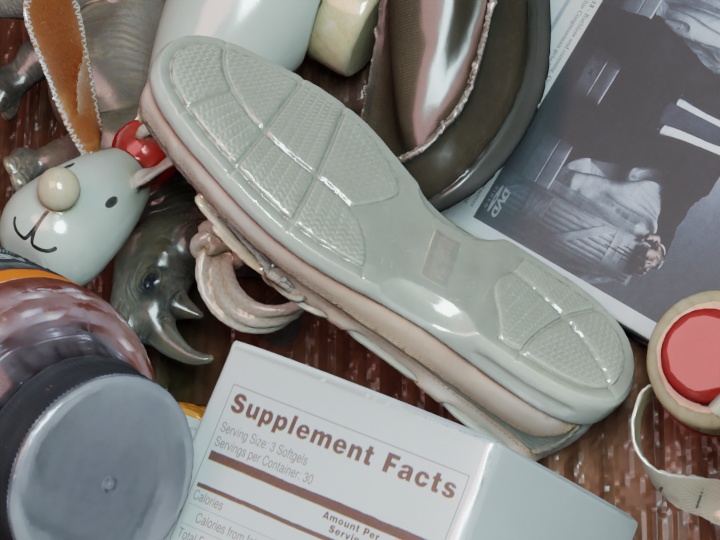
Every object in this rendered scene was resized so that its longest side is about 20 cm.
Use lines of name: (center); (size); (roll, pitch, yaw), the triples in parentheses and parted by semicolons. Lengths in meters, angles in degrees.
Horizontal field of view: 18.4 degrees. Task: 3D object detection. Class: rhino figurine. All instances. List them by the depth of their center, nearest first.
rhino figurine: (-0.097, -0.046, 0.904); (0.087, 0.060, 0.201); (-25, 63, 1)

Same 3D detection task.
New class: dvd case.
dvd case: (0.134, -0.041, 0.793); (0.200, 0.025, 0.151); (32, 90, 35)

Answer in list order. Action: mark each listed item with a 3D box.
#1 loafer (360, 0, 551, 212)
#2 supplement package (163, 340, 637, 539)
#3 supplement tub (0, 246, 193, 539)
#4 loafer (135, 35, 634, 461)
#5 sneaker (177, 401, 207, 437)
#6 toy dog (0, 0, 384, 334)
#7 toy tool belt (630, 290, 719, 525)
loafer: (0.029, -0.115, 0.833); (0.073, 0.071, 0.201); (-13, 55, 45)
supplement package: (-0.010, 0.145, 0.752); (0.117, 0.117, 0.201); (18, 82, 35)
supplement tub: (-0.141, 0.042, 0.775); (0.199, 0.107, 0.107); (22, 84, 47)
loafer: (0.000, 0.000, 0.776); (0.063, 0.199, 0.072); (-51, 5, 42)
sneaker: (-0.107, 0.095, 0.862); (0.199, 0.076, 0.093); (-3, 78, 37)
toy dog: (-0.058, -0.086, 0.837); (0.131, 0.097, 0.201); (12, 60, 5)
toy tool belt: (0.169, 0.047, 0.662); (0.199, 0.123, 0.126); (23, 86, 22)
